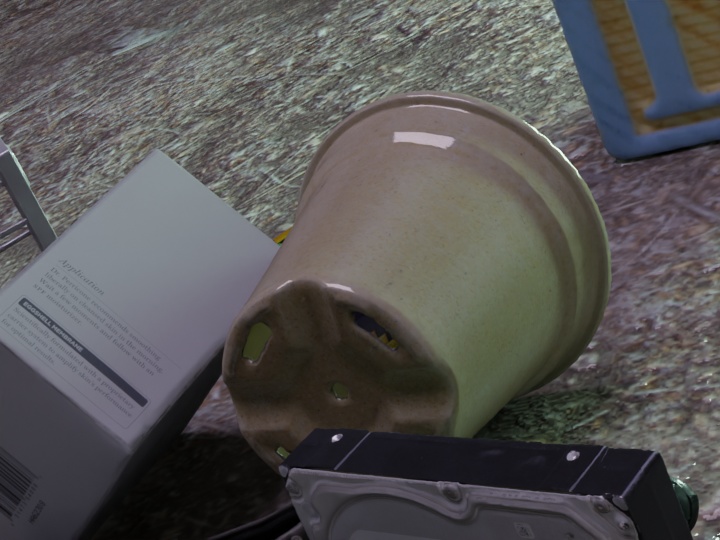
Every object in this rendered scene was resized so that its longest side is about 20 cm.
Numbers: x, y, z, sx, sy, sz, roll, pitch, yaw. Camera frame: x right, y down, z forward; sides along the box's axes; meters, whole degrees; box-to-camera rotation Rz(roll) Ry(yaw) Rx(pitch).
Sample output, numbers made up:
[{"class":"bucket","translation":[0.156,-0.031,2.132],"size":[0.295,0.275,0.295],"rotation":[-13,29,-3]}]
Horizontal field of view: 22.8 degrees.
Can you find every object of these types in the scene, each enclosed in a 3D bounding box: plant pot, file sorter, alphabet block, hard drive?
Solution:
[{"class":"plant pot","translation":[0.019,0.028,0.989],"size":[0.199,0.202,0.184],"rotation":[-10,21,29]},{"class":"file sorter","translation":[-0.281,0.009,1.349],"size":[0.124,0.201,0.139],"rotation":[-30,23,-11]},{"class":"alphabet block","translation":[0.267,-0.225,1.333],"size":[0.195,0.197,0.200],"rotation":[-9,28,28]},{"class":"hard drive","translation":[0.065,0.140,0.799],"size":[0.199,0.141,0.038],"rotation":[0,32,42]}]

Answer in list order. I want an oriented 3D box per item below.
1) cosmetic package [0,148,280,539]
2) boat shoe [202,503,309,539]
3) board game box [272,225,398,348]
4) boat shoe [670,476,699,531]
[{"class":"cosmetic package","translation":[-0.167,0.067,1.093],"size":[0.200,0.123,0.200],"rotation":[-48,-4,-48]},{"class":"boat shoe","translation":[-0.092,0.171,0.992],"size":[0.198,0.057,0.067],"rotation":[-18,23,14]},{"class":"board game box","translation":[0.000,0.000,1.278],"size":[0.199,0.057,0.165],"rotation":[-36,24,-25]},{"class":"boat shoe","translation":[0.083,0.132,0.897],"size":[0.198,0.075,0.066],"rotation":[-24,-9,40]}]
